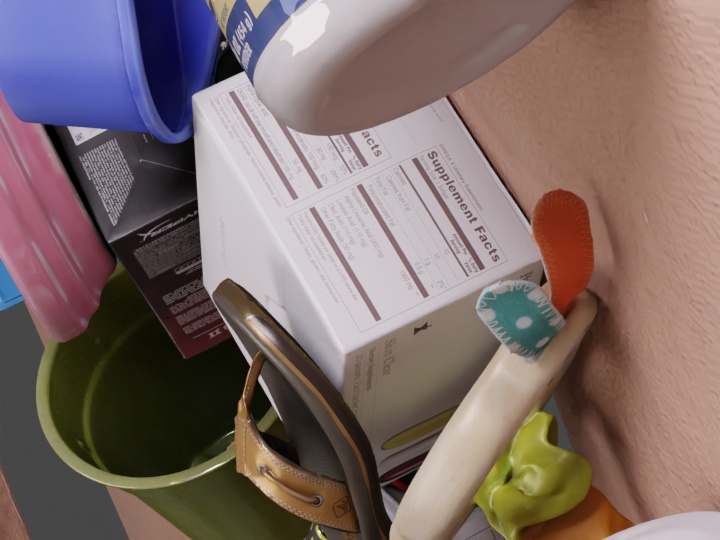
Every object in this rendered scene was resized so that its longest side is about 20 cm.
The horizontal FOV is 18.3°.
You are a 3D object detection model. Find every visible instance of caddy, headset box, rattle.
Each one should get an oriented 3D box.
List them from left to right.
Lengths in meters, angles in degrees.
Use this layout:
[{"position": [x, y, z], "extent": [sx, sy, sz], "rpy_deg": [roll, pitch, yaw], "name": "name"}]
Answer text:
[{"position": [-0.112, -0.158, 1.054], "extent": [0.142, 0.104, 0.201], "rpy_deg": [-65, -27, -59], "name": "caddy"}, {"position": [-0.116, -0.051, 1.292], "extent": [0.149, 0.077, 0.200], "rpy_deg": [63, 179, 25], "name": "headset box"}, {"position": [0.100, 0.075, 0.989], "extent": [0.143, 0.130, 0.200], "rpy_deg": [47, 134, 19], "name": "rattle"}]

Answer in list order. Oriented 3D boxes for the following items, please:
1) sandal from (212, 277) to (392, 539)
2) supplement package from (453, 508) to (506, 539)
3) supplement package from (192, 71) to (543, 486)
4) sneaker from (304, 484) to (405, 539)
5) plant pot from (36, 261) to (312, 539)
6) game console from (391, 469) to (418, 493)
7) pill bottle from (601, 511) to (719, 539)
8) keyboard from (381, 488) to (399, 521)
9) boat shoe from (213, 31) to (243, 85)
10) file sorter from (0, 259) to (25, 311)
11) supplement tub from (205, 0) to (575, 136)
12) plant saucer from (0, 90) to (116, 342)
[{"position": [-0.029, 0.096, 1.056], "extent": [0.082, 0.054, 0.201], "rpy_deg": [36, 152, 53], "name": "sandal"}, {"position": [0.037, 0.225, 1.192], "extent": [0.151, 0.199, 0.152], "rpy_deg": [63, 165, 4], "name": "supplement package"}, {"position": [0.000, 0.000, 1.121], "extent": [0.156, 0.110, 0.200], "rpy_deg": [58, 165, 22], "name": "supplement package"}, {"position": [0.000, 0.175, 1.430], "extent": [0.074, 0.085, 0.200], "rpy_deg": [41, 167, 23], "name": "sneaker"}, {"position": [-0.101, 0.112, 1.590], "extent": [0.200, 0.199, 0.190], "rpy_deg": [52, 175, 39], "name": "plant pot"}, {"position": [0.001, 0.032, 1.366], "extent": [0.172, 0.119, 0.200], "rpy_deg": [36, -174, -37], "name": "game console"}, {"position": [0.152, 0.214, 0.945], "extent": [0.201, 0.111, 0.111], "rpy_deg": [68, 165, -13], "name": "pill bottle"}, {"position": [0.046, 0.179, 1.323], "extent": [0.200, 0.011, 0.056], "rpy_deg": [43, 155, 4], "name": "keyboard"}, {"position": [-0.059, -0.109, 1.238], "extent": [0.061, 0.075, 0.200], "rpy_deg": [59, 178, 7], "name": "boat shoe"}, {"position": [-0.176, -0.078, 1.453], "extent": [0.139, 0.199, 0.123], "rpy_deg": [64, 170, -2], "name": "file sorter"}, {"position": [-0.013, -0.167, 0.813], "extent": [0.201, 0.144, 0.144], "rpy_deg": [61, 166, 12], "name": "supplement tub"}, {"position": [-0.188, -0.060, 1.226], "extent": [0.201, 0.051, 0.201], "rpy_deg": [64, 178, 3], "name": "plant saucer"}]
